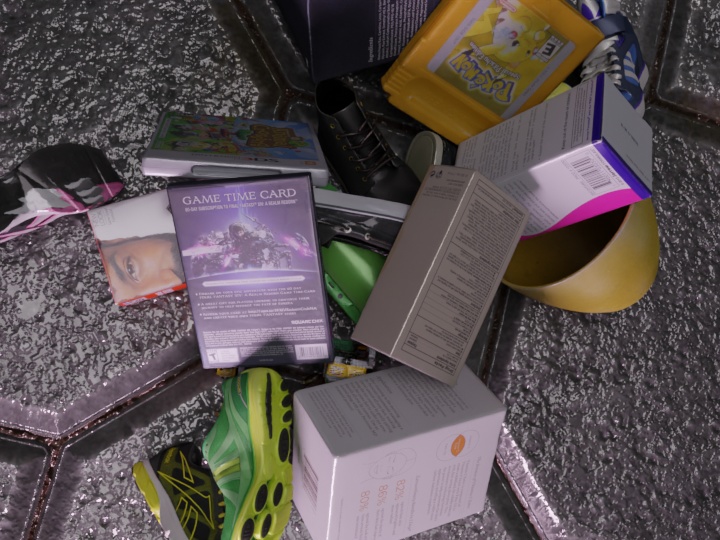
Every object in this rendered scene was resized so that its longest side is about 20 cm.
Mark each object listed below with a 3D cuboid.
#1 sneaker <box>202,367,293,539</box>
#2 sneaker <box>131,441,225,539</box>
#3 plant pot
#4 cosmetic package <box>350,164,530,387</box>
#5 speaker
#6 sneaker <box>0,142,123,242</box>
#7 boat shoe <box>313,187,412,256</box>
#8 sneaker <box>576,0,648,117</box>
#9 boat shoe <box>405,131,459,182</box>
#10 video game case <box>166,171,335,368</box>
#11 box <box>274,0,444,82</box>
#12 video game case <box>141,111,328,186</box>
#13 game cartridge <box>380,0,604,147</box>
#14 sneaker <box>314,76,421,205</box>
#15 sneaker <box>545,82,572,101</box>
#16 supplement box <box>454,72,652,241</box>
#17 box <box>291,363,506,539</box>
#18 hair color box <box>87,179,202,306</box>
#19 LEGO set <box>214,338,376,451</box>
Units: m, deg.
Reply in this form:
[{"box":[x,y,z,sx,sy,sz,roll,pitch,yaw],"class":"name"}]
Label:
[{"box":[-0.117,0.202,0.772,0.074,0.083,0.201,24,65,-51],"class":"sneaker"},{"box":[-0.168,0.259,0.800,0.084,0.075,0.200,-35,57,-19],"class":"sneaker"},{"box":[0.273,-0.030,0.897,0.142,0.200,0.201,36,79,-30],"class":"plant pot"},{"box":[0.084,0.004,0.769,0.103,0.073,0.201,31,83,-37],"class":"cosmetic package"},{"box":[0.000,0.000,0.853,0.088,0.088,0.200,-40,90,-11],"class":"speaker"},{"box":[-0.368,-0.080,0.831,0.199,0.086,0.081,-21,90,-33],"class":"sneaker"},{"box":[-0.036,-0.049,0.777,0.199,0.069,0.057,7,81,-11],"class":"boat shoe"},{"box":[0.288,-0.259,0.918,0.147,0.080,0.200,53,44,-21],"class":"sneaker"},{"box":[0.080,-0.063,0.913,0.066,0.074,0.200,8,90,-39],"class":"boat shoe"},{"box":[-0.107,0.005,0.756,0.142,0.019,0.201,-3,111,8],"class":"video game case"},{"box":[0.003,-0.343,0.859,0.199,0.118,0.197,-19,58,-11],"class":"box"},{"box":[-0.134,-0.137,0.822,0.181,0.200,0.022,3,113,-10],"class":"video game case"},{"box":[0.145,-0.235,0.848,0.176,0.033,0.200,25,123,-27],"class":"game cartridge"},{"box":[0.008,-0.124,0.845,0.075,0.106,0.200,-37,64,-11],"class":"sneaker"},{"box":[0.175,-0.215,0.939,0.199,0.076,0.105,23,82,-8],"class":"sneaker"},{"box":[0.207,-0.113,0.834,0.101,0.200,0.104,36,51,-30],"class":"supplement box"},{"box":[0.036,0.196,0.807,0.199,0.106,0.153,-9,122,-25],"class":"box"},{"box":[-0.195,-0.041,0.862,0.199,0.064,0.111,-18,89,-10],"class":"hair color box"},{"box":[-0.067,0.128,0.841,0.199,0.116,0.155,19,82,-8],"class":"LEGO set"}]
